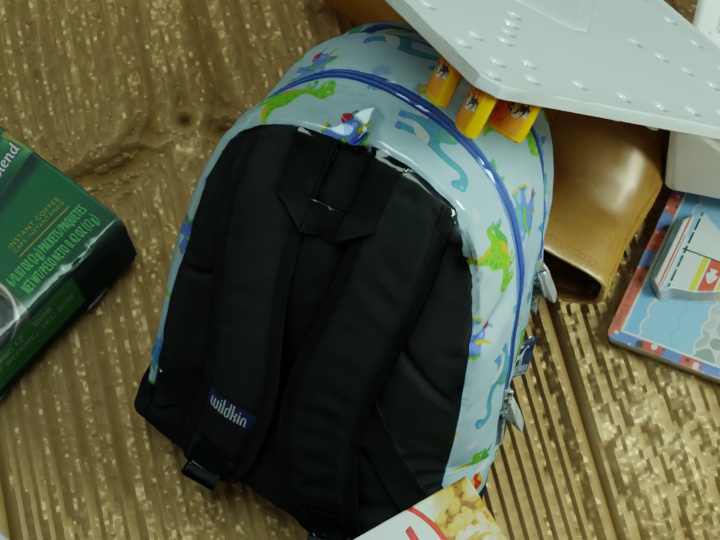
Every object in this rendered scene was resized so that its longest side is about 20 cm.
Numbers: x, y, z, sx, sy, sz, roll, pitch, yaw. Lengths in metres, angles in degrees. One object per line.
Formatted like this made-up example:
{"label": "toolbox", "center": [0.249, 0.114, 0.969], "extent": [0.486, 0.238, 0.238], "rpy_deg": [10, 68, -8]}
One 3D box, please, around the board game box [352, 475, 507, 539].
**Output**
{"label": "board game box", "center": [-0.032, 0.169, 0.859], "extent": [0.200, 0.152, 0.046], "rpy_deg": [-29, 63, -9]}

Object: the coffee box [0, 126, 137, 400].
{"label": "coffee box", "center": [-0.214, -0.026, 1.038], "extent": [0.200, 0.044, 0.123], "rpy_deg": [37, 73, 22]}

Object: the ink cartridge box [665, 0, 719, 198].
{"label": "ink cartridge box", "center": [0.212, -0.125, 1.017], "extent": [0.117, 0.067, 0.201], "rpy_deg": [12, 64, 12]}

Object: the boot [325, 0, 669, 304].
{"label": "boot", "center": [0.038, -0.073, 1.016], "extent": [0.201, 0.071, 0.144], "rpy_deg": [23, 56, 8]}

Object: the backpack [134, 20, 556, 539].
{"label": "backpack", "center": [0.000, 0.000, 0.916], "extent": [0.163, 0.200, 0.154], "rpy_deg": [27, 58, 19]}

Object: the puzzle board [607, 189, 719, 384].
{"label": "puzzle board", "center": [0.215, -0.028, 1.013], "extent": [0.150, 0.017, 0.200], "rpy_deg": [21, 66, 16]}

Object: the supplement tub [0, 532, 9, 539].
{"label": "supplement tub", "center": [-0.209, 0.129, 0.908], "extent": [0.200, 0.132, 0.132], "rpy_deg": [40, 73, 22]}

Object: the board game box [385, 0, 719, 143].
{"label": "board game box", "center": [0.059, -0.102, 0.904], "extent": [0.200, 0.200, 0.026], "rpy_deg": [48, 119, 39]}
